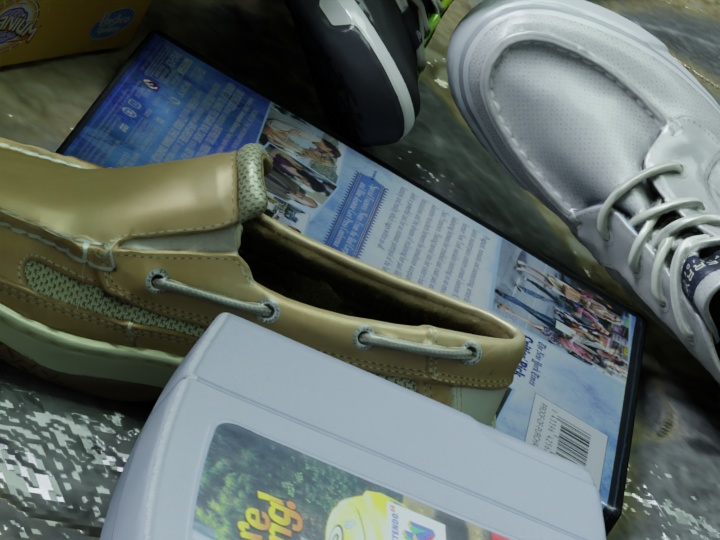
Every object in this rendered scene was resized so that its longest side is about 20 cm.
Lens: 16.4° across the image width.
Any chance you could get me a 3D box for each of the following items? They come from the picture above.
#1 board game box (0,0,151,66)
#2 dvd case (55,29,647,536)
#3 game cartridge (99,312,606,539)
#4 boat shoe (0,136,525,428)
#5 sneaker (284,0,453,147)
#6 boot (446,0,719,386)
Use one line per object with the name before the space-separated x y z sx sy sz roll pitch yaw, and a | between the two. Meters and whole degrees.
board game box | -0.173 -0.120 0.783 0.153 0.040 0.200 40 27 15
dvd case | 0.000 0.000 0.793 0.200 0.018 0.143 30 25 -4
game cartridge | 0.001 0.094 0.586 0.133 0.041 0.200 20 34 -16
boat shoe | -0.048 -0.006 0.680 0.200 0.076 0.072 24 27 -17
sneaker | 0.009 -0.119 0.912 0.200 0.083 0.072 -105 176 -55
boot | 0.114 -0.017 0.853 0.200 0.074 0.096 38 13 -12
